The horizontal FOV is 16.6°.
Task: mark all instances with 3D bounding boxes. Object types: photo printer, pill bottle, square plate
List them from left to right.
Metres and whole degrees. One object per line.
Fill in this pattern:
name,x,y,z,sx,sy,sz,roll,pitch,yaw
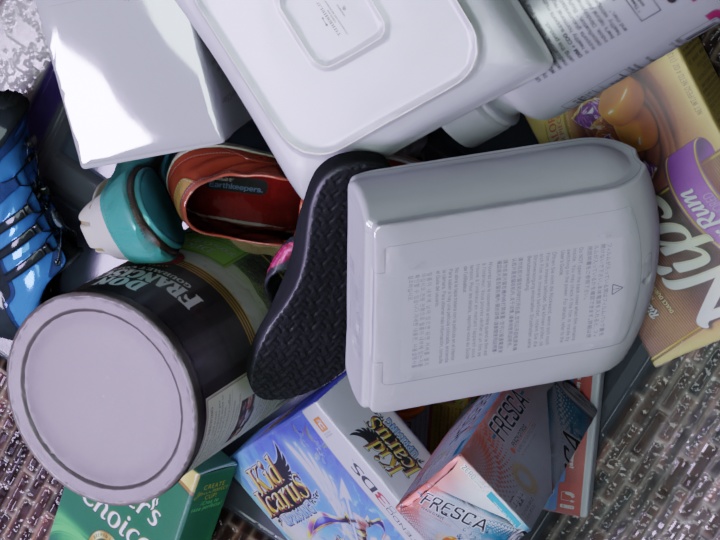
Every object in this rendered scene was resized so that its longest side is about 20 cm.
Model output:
square plate,-0.014,-0.162,1.504,0.198,0.028,0.200,-27,102,28
photo printer,0.091,0.001,1.555,0.199,0.070,0.167,-10,129,-12
pill bottle,0.129,-0.165,1.536,0.200,0.113,0.114,-30,96,20

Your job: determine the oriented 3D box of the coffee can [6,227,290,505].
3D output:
coffee can,-0.126,0.056,1.680,0.146,0.200,0.147,9,110,25

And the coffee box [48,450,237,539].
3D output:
coffee box,-0.171,0.193,1.815,0.123,0.044,0.200,38,120,31

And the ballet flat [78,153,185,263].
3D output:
ballet flat,-0.152,-0.041,1.664,0.070,0.200,0.067,-26,104,12

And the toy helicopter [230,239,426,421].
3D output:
toy helicopter,0.000,0.000,1.670,0.200,0.132,0.079,34,155,-4

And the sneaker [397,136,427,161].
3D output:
sneaker,-0.013,-0.134,1.662,0.081,0.075,0.201,-12,97,32

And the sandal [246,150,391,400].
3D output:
sandal,-0.026,0.000,1.586,0.075,0.045,0.200,0,127,-27

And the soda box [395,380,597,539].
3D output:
soda box,0.092,0.123,1.613,0.068,0.200,0.064,47,117,-2

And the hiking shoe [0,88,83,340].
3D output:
hiking shoe,-0.238,-0.037,1.777,0.086,0.074,0.200,10,121,8

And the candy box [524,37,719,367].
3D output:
candy box,0.203,-0.050,1.615,0.116,0.056,0.200,-24,97,25

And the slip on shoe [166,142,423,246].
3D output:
slip on shoe,-0.028,-0.041,1.609,0.199,0.061,0.074,7,120,-4

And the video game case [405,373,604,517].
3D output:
video game case,0.070,0.089,1.731,0.199,0.017,0.143,10,111,17

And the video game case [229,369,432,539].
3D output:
video game case,0.005,0.169,1.707,0.181,0.045,0.200,51,153,-1

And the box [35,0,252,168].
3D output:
box,-0.137,-0.188,1.636,0.106,0.152,0.201,-9,104,20
